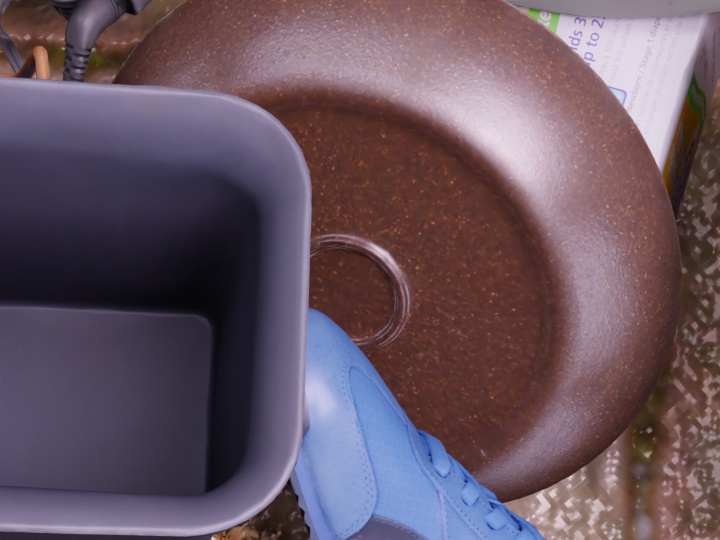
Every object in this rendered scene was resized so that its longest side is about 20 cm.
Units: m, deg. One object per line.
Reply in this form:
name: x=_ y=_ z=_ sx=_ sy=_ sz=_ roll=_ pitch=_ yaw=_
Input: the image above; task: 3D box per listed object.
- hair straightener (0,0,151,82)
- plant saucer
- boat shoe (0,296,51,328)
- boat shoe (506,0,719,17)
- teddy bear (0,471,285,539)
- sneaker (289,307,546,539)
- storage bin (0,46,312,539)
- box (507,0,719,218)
hair straightener: x=-0.063 y=-0.117 z=0.898 sx=0.077 sy=0.041 sz=0.200 roll=-9 pitch=35 yaw=43
plant saucer: x=0.000 y=0.000 z=0.837 sx=0.200 sy=0.037 sz=0.201 roll=8 pitch=120 yaw=15
boat shoe: x=-0.161 y=-0.052 z=0.897 sx=0.200 sy=0.071 sz=0.069 roll=32 pitch=120 yaw=26
boat shoe: x=0.105 y=-0.124 z=0.804 sx=0.200 sy=0.070 sz=0.072 roll=1 pitch=59 yaw=7
teddy bear: x=-0.076 y=0.137 z=0.860 sx=0.200 sy=0.067 sz=0.145 roll=24 pitch=90 yaw=-4
sneaker: x=0.031 y=0.089 z=0.824 sx=0.078 sy=0.066 sz=0.200 roll=-22 pitch=110 yaw=8
storage bin: x=-0.118 y=0.017 z=0.766 sx=0.200 sy=0.134 sz=0.146 roll=3 pitch=72 yaw=-4
box: x=0.076 y=-0.118 z=0.887 sx=0.112 sy=0.101 sz=0.200 roll=15 pitch=79 yaw=11
